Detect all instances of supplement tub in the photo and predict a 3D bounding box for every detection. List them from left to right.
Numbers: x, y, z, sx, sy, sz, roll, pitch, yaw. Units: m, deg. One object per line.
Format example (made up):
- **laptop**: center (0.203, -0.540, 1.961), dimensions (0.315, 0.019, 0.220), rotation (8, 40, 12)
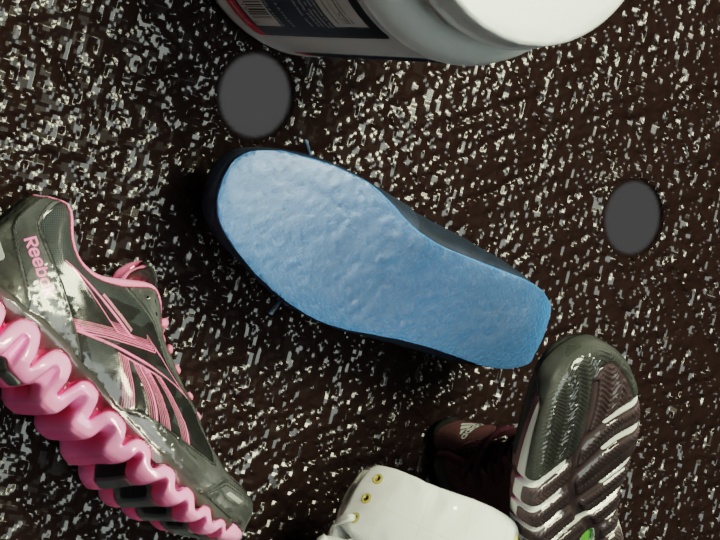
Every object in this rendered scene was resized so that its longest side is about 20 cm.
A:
- **supplement tub**: center (0.022, -0.163, 0.897), dimensions (0.139, 0.199, 0.142), rotation (-5, 99, -32)

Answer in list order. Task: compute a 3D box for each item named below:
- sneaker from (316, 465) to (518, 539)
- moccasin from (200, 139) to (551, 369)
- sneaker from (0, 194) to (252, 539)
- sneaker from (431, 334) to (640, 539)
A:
- **sneaker**: center (-0.021, 0.151, 0.963), dimensions (0.074, 0.198, 0.116), rotation (74, 22, -55)
- **moccasin**: center (0.000, 0.000, 0.986), dimensions (0.199, 0.068, 0.081), rotation (31, 88, -30)
- **sneaker**: center (-0.108, 0.045, 0.926), dimensions (0.200, 0.079, 0.096), rotation (48, 60, -29)
- **sneaker**: center (0.074, 0.091, 1.006), dimensions (0.075, 0.115, 0.201), rotation (-30, 139, -26)
